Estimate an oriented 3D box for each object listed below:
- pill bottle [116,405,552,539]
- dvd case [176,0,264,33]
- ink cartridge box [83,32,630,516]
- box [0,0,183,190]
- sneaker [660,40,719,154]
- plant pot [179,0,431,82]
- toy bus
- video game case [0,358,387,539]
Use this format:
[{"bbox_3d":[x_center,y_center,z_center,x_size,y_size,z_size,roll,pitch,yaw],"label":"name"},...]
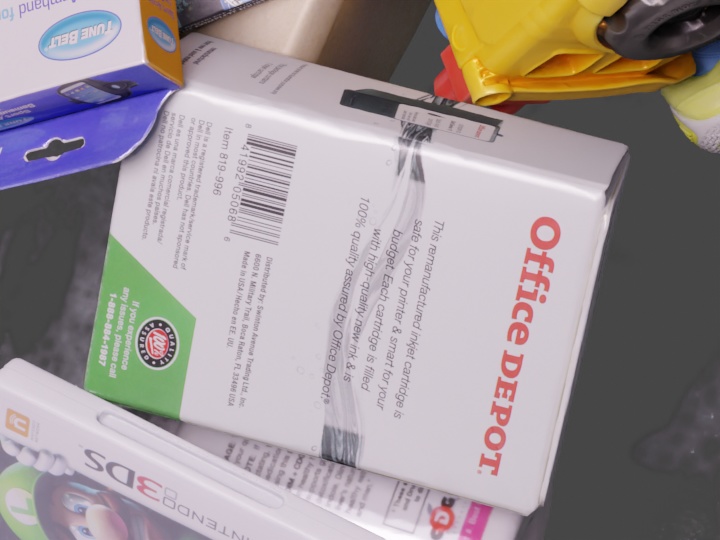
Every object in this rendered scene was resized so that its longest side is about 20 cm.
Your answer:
[{"bbox_3d":[-0.025,0.108,1.251,0.199,0.113,0.114,17,78,12],"label":"pill bottle"},{"bbox_3d":[-0.086,-0.173,1.196,0.199,0.022,0.147,-20,89,14],"label":"dvd case"},{"bbox_3d":[0.000,0.000,1.178,0.199,0.083,0.148,16,110,8],"label":"ink cartridge box"},{"bbox_3d":[-0.137,-0.135,1.147,0.118,0.041,0.201,-13,70,20],"label":"box"},{"bbox_3d":[0.212,-0.146,1.305,0.199,0.076,0.105,-34,72,-1],"label":"sneaker"},{"bbox_3d":[-0.069,-0.145,1.297,0.198,0.200,0.178,15,90,12],"label":"plant pot"},{"bbox_3d":[0.118,-0.133,1.235,0.199,0.192,0.136,-6,65,-34],"label":"toy bus"},{"bbox_3d":[-0.085,0.151,1.220,0.181,0.201,0.023,25,42,15],"label":"video game case"}]
